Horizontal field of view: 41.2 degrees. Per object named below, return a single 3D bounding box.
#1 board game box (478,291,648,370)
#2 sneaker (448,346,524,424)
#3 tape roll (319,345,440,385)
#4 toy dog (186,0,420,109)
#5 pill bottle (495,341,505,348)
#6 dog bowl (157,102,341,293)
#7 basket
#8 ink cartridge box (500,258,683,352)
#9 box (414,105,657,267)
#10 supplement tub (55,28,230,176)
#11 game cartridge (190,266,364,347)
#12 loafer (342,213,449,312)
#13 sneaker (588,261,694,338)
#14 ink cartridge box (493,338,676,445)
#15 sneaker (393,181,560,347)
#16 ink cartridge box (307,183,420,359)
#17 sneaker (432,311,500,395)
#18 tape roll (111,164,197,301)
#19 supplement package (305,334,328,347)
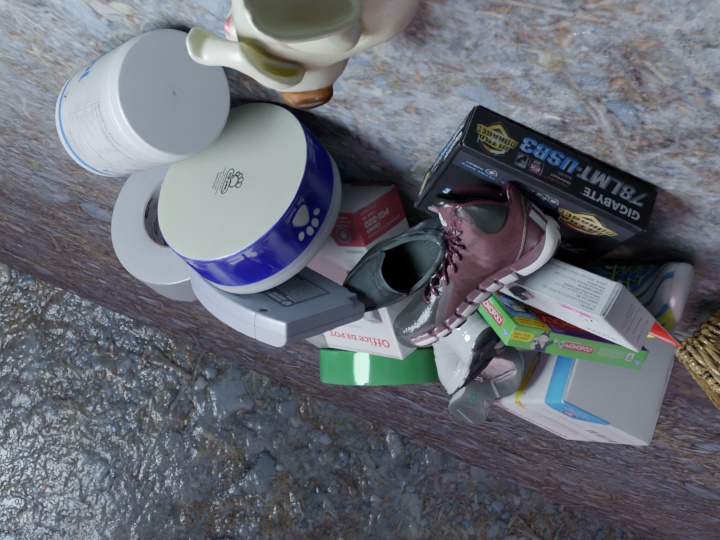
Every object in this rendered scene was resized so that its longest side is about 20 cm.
[{"bbox_3d":[0.226,0.056,1.131,0.197,0.029,0.135,12,-157,-27],"label":"board game box"},{"bbox_3d":[0.175,0.140,1.319,0.070,0.081,0.201,27,150,0],"label":"sneaker"},{"bbox_3d":[0.039,0.133,1.391,0.196,0.049,0.200,-3,179,0],"label":"tape roll"},{"bbox_3d":[-0.039,-0.205,0.714,0.191,0.142,0.200,-12,174,-21],"label":"toy dog"},{"bbox_3d":[0.108,0.029,1.275,0.197,0.116,0.114,12,162,34],"label":"pill bottle"},{"bbox_3d":[-0.124,-0.081,1.059,0.198,0.203,0.079,11,160,34],"label":"dog bowl"},{"bbox_3d":[0.479,0.108,1.133,0.200,0.149,0.143,38,-170,-46],"label":"basket"},{"bbox_3d":[0.225,0.035,1.028,0.199,0.044,0.173,26,172,46],"label":"ink cartridge box"},{"bbox_3d":[0.169,-0.073,0.979,0.197,0.050,0.199,24,163,-4],"label":"box"},{"bbox_3d":[-0.239,-0.175,1.033,0.131,0.134,0.199,31,161,-31],"label":"supplement tub"},{"bbox_3d":[-0.106,0.027,1.104,0.132,0.042,0.199,-20,-148,-35],"label":"game cartridge"},{"bbox_3d":[0.039,-0.003,1.051,0.200,0.070,0.069,-33,90,43],"label":"loafer"},{"bbox_3d":[0.304,0.028,1.078,0.103,0.077,0.200,19,165,10],"label":"sneaker"},{"bbox_3d":[0.303,0.144,1.325,0.145,0.148,0.200,26,165,-16],"label":"ink cartridge box"},{"bbox_3d":[0.087,-0.018,0.937,0.115,0.199,0.076,44,-162,-26],"label":"sneaker"},{"bbox_3d":[0.000,0.000,1.200,0.144,0.085,0.203,5,123,46],"label":"ink cartridge box"},{"bbox_3d":[0.120,0.087,1.174,0.087,0.074,0.201,44,159,17],"label":"sneaker"},{"bbox_3d":[-0.221,-0.065,1.244,0.197,0.203,0.066,14,165,24],"label":"tape roll"},{"bbox_3d":[-0.075,-0.003,1.334,0.199,0.158,0.110,32,160,-32],"label":"supplement package"}]
